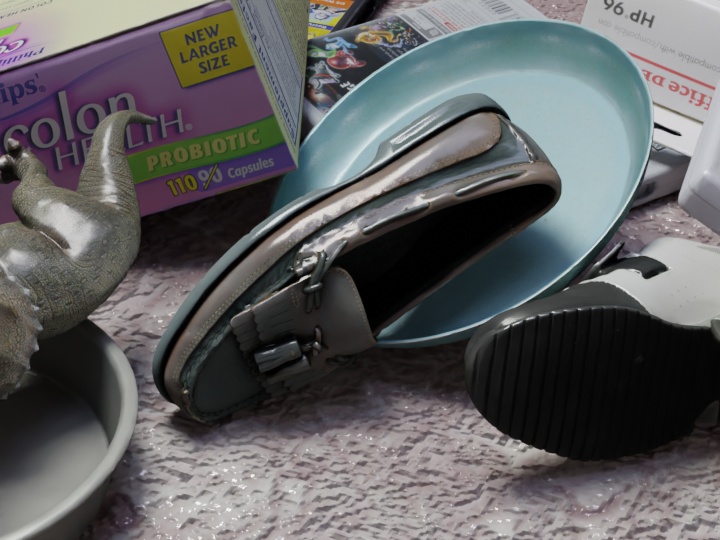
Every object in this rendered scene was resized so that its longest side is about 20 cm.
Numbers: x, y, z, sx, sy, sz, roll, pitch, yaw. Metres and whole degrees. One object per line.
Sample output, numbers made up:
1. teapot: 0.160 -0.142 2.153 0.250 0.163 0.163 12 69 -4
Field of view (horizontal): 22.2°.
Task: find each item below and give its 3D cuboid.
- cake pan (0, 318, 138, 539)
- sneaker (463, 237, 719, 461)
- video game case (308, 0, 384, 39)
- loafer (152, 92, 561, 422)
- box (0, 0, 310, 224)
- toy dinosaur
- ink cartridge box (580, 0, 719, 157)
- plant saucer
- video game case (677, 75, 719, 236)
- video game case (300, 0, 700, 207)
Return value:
1. cake pan: -0.190 0.073 0.758 0.198 0.037 0.201 0 32 0
2. sneaker: 0.122 0.027 0.802 0.198 0.075 0.089 -3 29 -27
3. video game case: -0.097 -0.165 1.140 0.198 0.026 0.181 11 34 14
4. loafer: 0.000 0.000 0.798 0.200 0.072 0.063 -40 51 -10
5. box: -0.124 -0.115 0.952 0.174 0.097 0.201 -16 30 10
6. toy dinosaur: -0.144 -0.003 0.792 0.102 0.077 0.200 31 38 22
7. ink cartridge box: 0.192 -0.134 1.015 0.115 0.068 0.200 24 32 16
8. plant saucer: 0.048 -0.039 0.872 0.198 0.027 0.201 -18 45 19
9. video game case: 0.224 -0.022 0.773 0.181 0.022 0.200 36 32 -1
10. video game case: 0.064 -0.083 0.997 0.181 0.024 0.200 -20 45 -28
